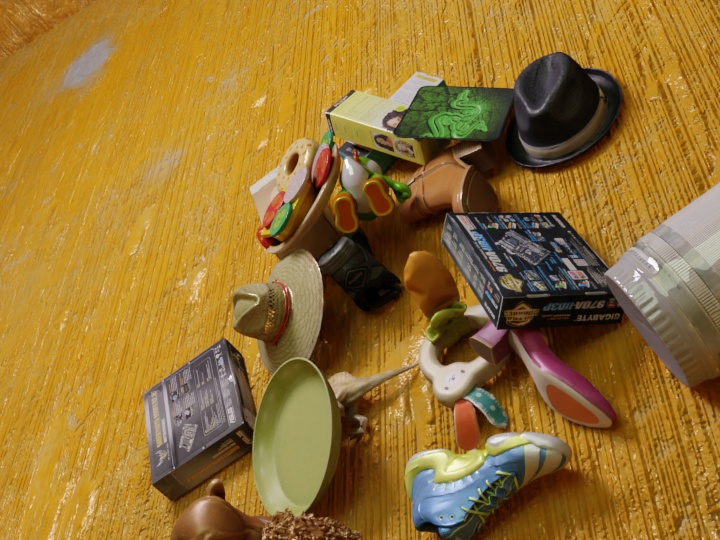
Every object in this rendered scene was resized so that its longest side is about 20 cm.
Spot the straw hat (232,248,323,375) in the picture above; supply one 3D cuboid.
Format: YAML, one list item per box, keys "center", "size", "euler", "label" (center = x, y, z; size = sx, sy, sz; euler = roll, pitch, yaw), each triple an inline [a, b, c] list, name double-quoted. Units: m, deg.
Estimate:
- center: [-0.138, 0.058, 1.396]
  size: [0.201, 0.085, 0.202]
  euler: [-26, 59, 54]
  label: "straw hat"

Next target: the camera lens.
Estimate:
- center: [0.371, 0.003, 1.001]
  size: [0.200, 0.160, 0.160]
  euler: [-35, 35, 5]
  label: "camera lens"

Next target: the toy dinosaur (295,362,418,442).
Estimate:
- center: [-0.021, 0.166, 1.271]
  size: [0.200, 0.058, 0.101]
  euler: [-25, 36, 20]
  label: "toy dinosaur"

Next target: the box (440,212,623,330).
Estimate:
- center: [0.203, -0.006, 1.186]
  size: [0.159, 0.046, 0.200]
  euler: [-2, 32, -16]
  label: "box"

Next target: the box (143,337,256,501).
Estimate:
- center: [-0.231, 0.209, 1.422]
  size: [0.158, 0.048, 0.200]
  euler: [-35, 35, 7]
  label: "box"

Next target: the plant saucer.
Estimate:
- center: [-0.076, 0.209, 1.229]
  size: [0.200, 0.031, 0.200]
  euler: [-25, 60, 52]
  label: "plant saucer"

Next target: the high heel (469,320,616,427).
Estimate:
- center: [0.223, 0.099, 1.114]
  size: [0.096, 0.067, 0.200]
  euler: [-37, 42, -23]
  label: "high heel"

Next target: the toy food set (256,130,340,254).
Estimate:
- center: [-0.093, -0.116, 1.475]
  size: [0.198, 0.049, 0.200]
  euler: [-4, 58, 65]
  label: "toy food set"

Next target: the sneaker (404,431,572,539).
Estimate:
- center: [0.134, 0.237, 1.051]
  size: [0.200, 0.076, 0.105]
  euler: [-20, 51, 37]
  label: "sneaker"

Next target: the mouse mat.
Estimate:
- center: [0.148, -0.242, 1.510]
  size: [0.161, 0.008, 0.200]
  euler: [5, 34, 15]
  label: "mouse mat"

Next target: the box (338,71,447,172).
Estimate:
- center: [0.060, -0.242, 1.652]
  size: [0.200, 0.049, 0.082]
  euler: [-46, 36, -8]
  label: "box"

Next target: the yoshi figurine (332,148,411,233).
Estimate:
- center: [0.010, -0.103, 1.451]
  size: [0.200, 0.112, 0.112]
  euler: [-89, 22, -70]
  label: "yoshi figurine"

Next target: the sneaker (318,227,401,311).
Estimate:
- center: [0.000, 0.000, 1.432]
  size: [0.076, 0.114, 0.199]
  euler: [-41, 7, 6]
  label: "sneaker"

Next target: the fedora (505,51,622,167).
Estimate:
- center: [0.274, -0.243, 1.419]
  size: [0.200, 0.092, 0.201]
  euler: [-25, 37, 21]
  label: "fedora"

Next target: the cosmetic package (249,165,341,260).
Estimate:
- center: [-0.108, -0.094, 1.624]
  size: [0.105, 0.071, 0.200]
  euler: [-35, 35, 6]
  label: "cosmetic package"

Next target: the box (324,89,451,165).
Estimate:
- center: [0.042, -0.228, 1.565]
  size: [0.200, 0.050, 0.075]
  euler: [22, 53, 36]
  label: "box"

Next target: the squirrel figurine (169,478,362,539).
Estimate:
- center: [-0.102, 0.302, 1.082]
  size: [0.200, 0.187, 0.142]
  euler: [-19, 39, 26]
  label: "squirrel figurine"

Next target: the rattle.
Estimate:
- center: [0.111, 0.090, 1.171]
  size: [0.130, 0.143, 0.200]
  euler: [-2, 40, 16]
  label: "rattle"

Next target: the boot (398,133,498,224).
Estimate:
- center: [0.118, -0.103, 1.429]
  size: [0.155, 0.074, 0.200]
  euler: [-27, 25, 29]
  label: "boot"
